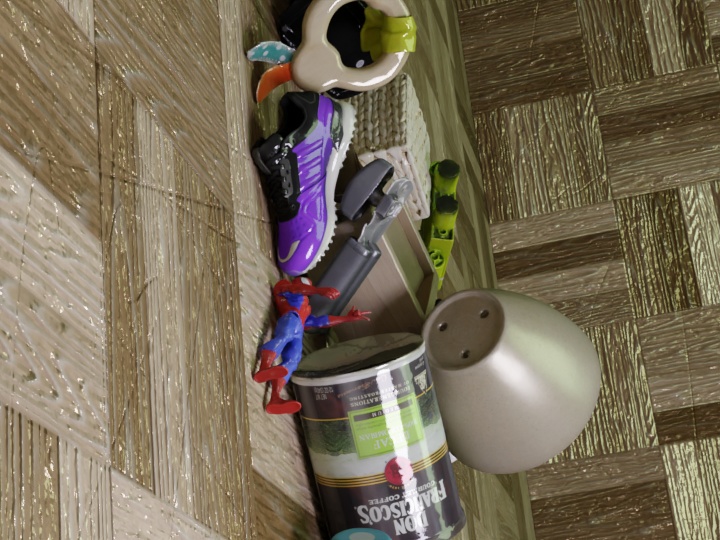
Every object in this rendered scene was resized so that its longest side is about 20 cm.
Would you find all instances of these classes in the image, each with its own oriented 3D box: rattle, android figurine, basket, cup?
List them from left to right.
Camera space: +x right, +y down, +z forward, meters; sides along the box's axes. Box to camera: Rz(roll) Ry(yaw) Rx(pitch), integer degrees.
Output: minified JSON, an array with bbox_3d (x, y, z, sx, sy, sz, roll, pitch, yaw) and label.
[{"bbox_3d":[-0.046,-0.257,1.677,0.130,0.200,0.143,61,-5,-34],"label":"rattle"},{"bbox_3d":[0.022,-0.153,1.955,0.200,0.123,0.136,-86,161,-51],"label":"basket"},{"bbox_3d":[0.100,-0.055,2.003,0.200,0.041,0.182,105,-8,-56],"label":"android figurine"},{"bbox_3d":[0.140,0.098,1.594,0.143,0.200,0.201,48,30,-46],"label":"cup"}]

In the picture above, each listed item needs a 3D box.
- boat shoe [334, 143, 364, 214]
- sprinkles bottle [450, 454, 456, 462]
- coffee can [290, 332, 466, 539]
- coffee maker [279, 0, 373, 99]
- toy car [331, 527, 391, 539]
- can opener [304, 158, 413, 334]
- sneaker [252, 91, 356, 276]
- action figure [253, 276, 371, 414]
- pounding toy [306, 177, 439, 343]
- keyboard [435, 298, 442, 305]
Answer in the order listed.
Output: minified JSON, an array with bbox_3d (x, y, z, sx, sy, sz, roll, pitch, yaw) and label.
[{"bbox_3d":[-0.044,-0.137,1.664,0.202,0.075,0.075,-124,-160,-53],"label":"boat shoe"},{"bbox_3d":[0.063,0.151,1.853,0.200,0.068,0.068,59,12,-2],"label":"sprinkles bottle"},{"bbox_3d":[0.017,0.181,1.536,0.146,0.146,0.200,-55,132,-75],"label":"coffee can"},{"bbox_3d":[-0.029,-0.344,1.854,0.200,0.134,0.192,-86,161,-56],"label":"coffee maker"},{"bbox_3d":[-0.005,0.358,1.337,0.200,0.177,0.185,-14,108,-52],"label":"toy car"},{"bbox_3d":[-0.014,-0.026,1.588,0.067,0.200,0.053,39,12,20],"label":"can opener"},{"bbox_3d":[-0.075,-0.097,1.565,0.099,0.069,0.201,20,75,-35],"label":"sneaker"},{"bbox_3d":[-0.046,0.058,1.478,0.200,0.099,0.065,-88,164,-59],"label":"action figure"},{"bbox_3d":[0.000,0.000,1.734,0.200,0.142,0.184,-72,139,-66],"label":"pounding toy"},{"bbox_3d":[0.076,0.114,1.927,0.104,0.040,0.200,39,54,-5],"label":"keyboard"}]
